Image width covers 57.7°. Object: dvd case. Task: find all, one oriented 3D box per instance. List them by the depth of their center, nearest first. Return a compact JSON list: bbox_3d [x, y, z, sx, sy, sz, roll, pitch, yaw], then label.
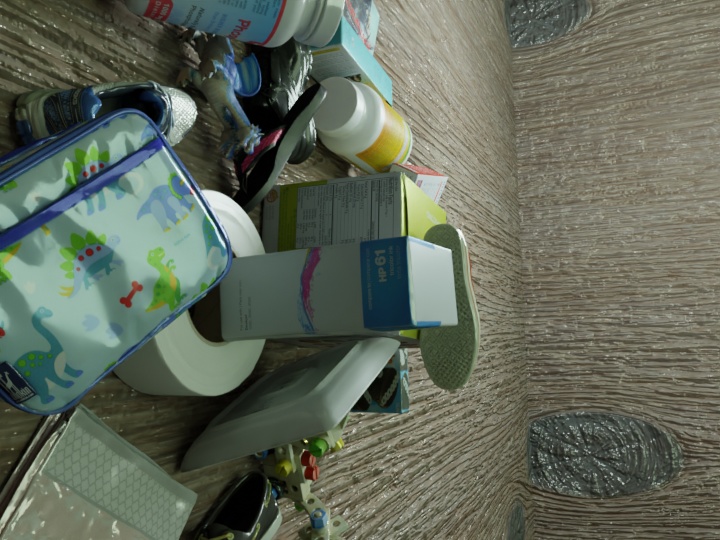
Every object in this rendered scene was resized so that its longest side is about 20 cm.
[{"bbox_3d":[-0.011,-0.427,1.138,0.146,0.022,0.200,53,41,-52],"label":"dvd case"}]

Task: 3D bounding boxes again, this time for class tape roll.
[{"bbox_3d":[-0.169,0.022,0.645,0.202,0.071,0.203,-3,90,-66],"label":"tape roll"}]

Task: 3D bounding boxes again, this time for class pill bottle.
[{"bbox_3d":[-0.121,-0.284,0.640,0.200,0.109,0.109,5,80,-29],"label":"pill bottle"},{"bbox_3d":[-0.001,-0.224,1.015,0.200,0.111,0.111,18,70,-65],"label":"pill bottle"}]

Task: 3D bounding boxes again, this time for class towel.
[{"bbox_3d":[-0.223,0.236,0.536,0.200,0.032,0.191,61,34,-43],"label":"towel"}]

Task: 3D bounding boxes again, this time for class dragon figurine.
[{"bbox_3d":[-0.151,-0.223,0.729,0.099,0.059,0.200,40,42,-60],"label":"dragon figurine"}]

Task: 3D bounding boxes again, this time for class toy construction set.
[{"bbox_3d":[-0.062,0.231,0.774,0.092,0.131,0.200,-21,110,-67],"label":"toy construction set"}]

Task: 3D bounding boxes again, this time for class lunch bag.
[{"bbox_3d":[-0.204,-0.012,0.464,0.200,0.082,0.161,-41,118,-30],"label":"lunch bag"}]

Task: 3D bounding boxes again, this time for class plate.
[{"bbox_3d":[-0.074,0.133,0.702,0.032,0.199,0.200,64,27,-7],"label":"plate"}]

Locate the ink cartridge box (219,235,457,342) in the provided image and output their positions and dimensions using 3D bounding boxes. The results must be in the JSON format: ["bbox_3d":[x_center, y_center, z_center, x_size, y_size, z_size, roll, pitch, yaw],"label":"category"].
[{"bbox_3d":[-0.020,0.023,0.654,0.144,0.200,0.085,9,74,-67],"label":"ink cartridge box"}]

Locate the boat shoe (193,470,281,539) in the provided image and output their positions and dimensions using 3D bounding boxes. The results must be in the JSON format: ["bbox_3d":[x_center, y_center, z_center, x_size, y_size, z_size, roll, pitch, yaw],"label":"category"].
[{"bbox_3d":[-0.142,0.283,0.670,0.201,0.072,0.061,-49,131,-69],"label":"boat shoe"}]

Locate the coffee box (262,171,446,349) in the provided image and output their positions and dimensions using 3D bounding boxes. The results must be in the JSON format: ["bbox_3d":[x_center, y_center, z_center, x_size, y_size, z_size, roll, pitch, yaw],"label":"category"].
[{"bbox_3d":[0.000,0.000,0.876,0.200,0.197,0.200,23,65,-64],"label":"coffee box"}]

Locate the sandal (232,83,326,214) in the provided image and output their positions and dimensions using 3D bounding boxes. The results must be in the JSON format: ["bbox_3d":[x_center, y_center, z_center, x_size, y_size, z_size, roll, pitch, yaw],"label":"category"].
[{"bbox_3d":[-0.110,-0.146,0.766,0.045,0.075,0.200,36,76,-30],"label":"sandal"}]

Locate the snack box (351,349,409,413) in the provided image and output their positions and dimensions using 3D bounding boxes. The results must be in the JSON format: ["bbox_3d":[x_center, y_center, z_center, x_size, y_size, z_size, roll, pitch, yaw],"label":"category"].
[{"bbox_3d":[0.012,0.113,0.990,0.037,0.116,0.200,11,76,-66],"label":"snack box"}]

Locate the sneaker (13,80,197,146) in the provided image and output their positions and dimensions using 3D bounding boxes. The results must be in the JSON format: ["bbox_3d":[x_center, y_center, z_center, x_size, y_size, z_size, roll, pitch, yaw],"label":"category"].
[{"bbox_3d":[-0.197,-0.133,0.583,0.200,0.085,0.077,-42,125,-62],"label":"sneaker"}]

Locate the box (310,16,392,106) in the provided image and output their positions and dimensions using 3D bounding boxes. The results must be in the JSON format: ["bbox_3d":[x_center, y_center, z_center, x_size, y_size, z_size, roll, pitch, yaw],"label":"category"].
[{"bbox_3d":[-0.022,-0.314,1.018,0.200,0.082,0.049,29,60,-63],"label":"box"}]

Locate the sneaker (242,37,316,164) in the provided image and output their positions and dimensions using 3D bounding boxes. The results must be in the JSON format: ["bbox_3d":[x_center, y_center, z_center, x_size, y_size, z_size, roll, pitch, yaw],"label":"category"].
[{"bbox_3d":[-0.109,-0.234,0.825,0.091,0.076,0.200,-20,102,-57],"label":"sneaker"}]

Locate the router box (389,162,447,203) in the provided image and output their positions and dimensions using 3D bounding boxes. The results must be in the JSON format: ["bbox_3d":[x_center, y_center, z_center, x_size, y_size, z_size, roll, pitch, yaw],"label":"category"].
[{"bbox_3d":[0.068,-0.079,1.124,0.179,0.049,0.200,-14,128,-67],"label":"router box"}]

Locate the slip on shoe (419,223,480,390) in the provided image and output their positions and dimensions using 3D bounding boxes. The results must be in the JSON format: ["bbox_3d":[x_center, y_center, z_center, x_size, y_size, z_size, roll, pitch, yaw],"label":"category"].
[{"bbox_3d":[0.110,0.044,0.796,0.061,0.074,0.200,14,72,-68],"label":"slip on shoe"}]
